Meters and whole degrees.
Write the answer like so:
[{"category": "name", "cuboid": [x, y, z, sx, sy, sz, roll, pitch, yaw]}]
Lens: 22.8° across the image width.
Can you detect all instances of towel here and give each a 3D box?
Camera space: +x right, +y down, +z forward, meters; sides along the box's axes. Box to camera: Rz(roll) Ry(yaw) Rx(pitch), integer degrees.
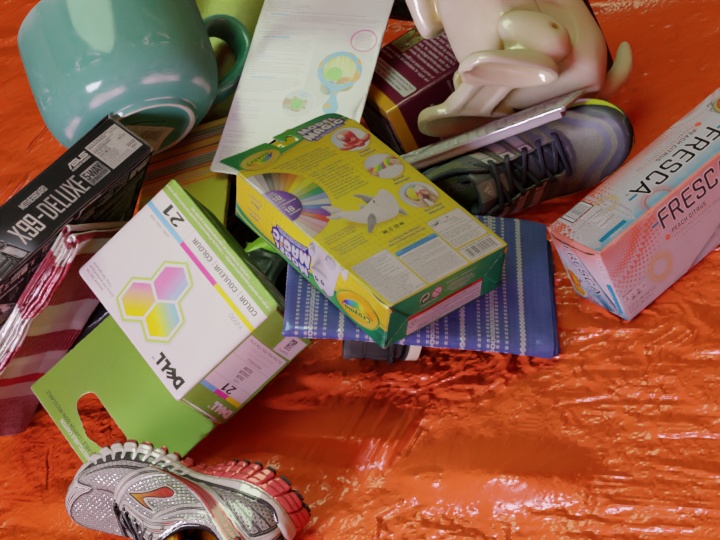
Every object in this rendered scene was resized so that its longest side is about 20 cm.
[{"category": "towel", "cuboid": [-0.246, 0.050, 1.401, 0.200, 0.023, 0.144, -57, -10, 11]}, {"category": "towel", "cuboid": [-0.145, -0.046, 1.467, 0.086, 0.018, 0.201, -16, 43, 17]}, {"category": "towel", "cuboid": [0.045, 0.008, 1.308, 0.199, 0.024, 0.145, 5, 41, -2]}]

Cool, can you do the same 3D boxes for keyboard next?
[{"category": "keyboard", "cuboid": [0.080, -0.102, 1.399, 0.199, 0.011, 0.056, -18, 16, 29]}]

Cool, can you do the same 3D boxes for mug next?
[{"category": "mug", "cuboid": [-0.180, -0.166, 1.479, 0.184, 0.152, 0.115, -21, 69, 0]}]

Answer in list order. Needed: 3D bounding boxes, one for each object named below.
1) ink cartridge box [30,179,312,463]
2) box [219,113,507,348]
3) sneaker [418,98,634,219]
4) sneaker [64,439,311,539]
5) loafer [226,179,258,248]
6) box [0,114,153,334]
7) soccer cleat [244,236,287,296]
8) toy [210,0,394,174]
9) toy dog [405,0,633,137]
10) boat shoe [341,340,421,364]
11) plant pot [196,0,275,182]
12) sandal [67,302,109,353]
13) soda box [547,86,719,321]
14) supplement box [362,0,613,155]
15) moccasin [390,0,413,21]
[{"category": "ink cartridge box", "cuboid": [-0.158, 0.058, 1.338, 0.200, 0.076, 0.148, -43, 61, 2]}, {"category": "box", "cuboid": [-0.003, -0.037, 1.300, 0.117, 0.049, 0.200, -26, 53, -31]}, {"category": "sneaker", "cuboid": [0.118, -0.071, 1.385, 0.199, 0.074, 0.081, -23, 11, 22]}, {"category": "sneaker", "cuboid": [-0.135, 0.172, 1.245, 0.199, 0.078, 0.082, 0, 43, 38]}, {"category": "loafer", "cuboid": [-0.118, -0.050, 1.545, 0.199, 0.072, 0.073, -28, 33, 1]}, {"category": "box", "cuboid": [-0.251, -0.008, 1.402, 0.050, 0.158, 0.200, 35, 49, 8]}, {"category": "soccer cleat", "cuboid": [-0.104, 0.036, 1.428, 0.200, 0.068, 0.081, -39, 47, -17]}, {"category": "toy", "cuboid": [-0.043, -0.151, 1.505, 0.115, 0.047, 0.201, 7, 59, 16]}, {"category": "toy dog", "cuboid": [0.123, -0.227, 1.416, 0.193, 0.140, 0.201, -4, 72, -11]}, {"category": "boat shoe", "cuboid": [0.000, -0.002, 1.380, 0.063, 0.074, 0.202, 0, 35, -10]}, {"category": "plant pot", "cuboid": [-0.118, -0.163, 1.629, 0.186, 0.187, 0.201, -5, 53, 32]}, {"category": "sandal", "cuboid": [-0.237, 0.062, 1.518, 0.200, 0.045, 0.075, -43, 27, 3]}, {"category": "soda box", "cuboid": [0.234, -0.055, 1.291, 0.200, 0.069, 0.064, -38, 34, -14]}, {"category": "supplement box", "cuboid": [0.100, -0.173, 1.539, 0.200, 0.086, 0.110, -33, 33, -6]}, {"category": "moccasin", "cuboid": [0.074, -0.261, 1.674, 0.200, 0.074, 0.078, -4, 14, 9]}]
